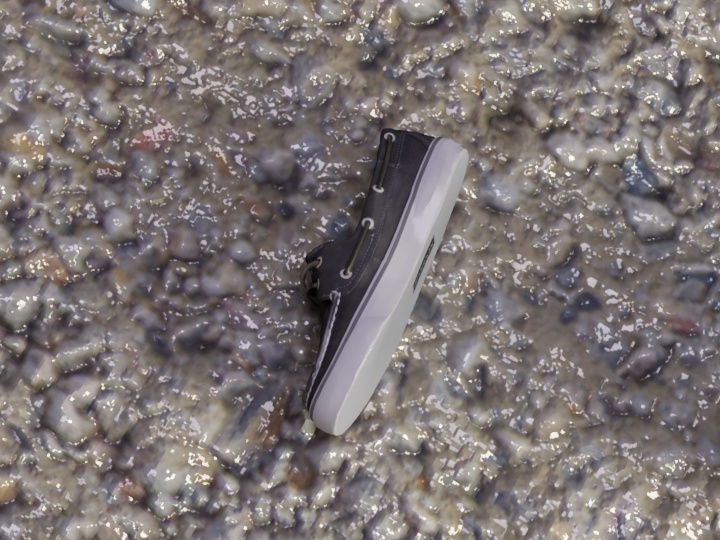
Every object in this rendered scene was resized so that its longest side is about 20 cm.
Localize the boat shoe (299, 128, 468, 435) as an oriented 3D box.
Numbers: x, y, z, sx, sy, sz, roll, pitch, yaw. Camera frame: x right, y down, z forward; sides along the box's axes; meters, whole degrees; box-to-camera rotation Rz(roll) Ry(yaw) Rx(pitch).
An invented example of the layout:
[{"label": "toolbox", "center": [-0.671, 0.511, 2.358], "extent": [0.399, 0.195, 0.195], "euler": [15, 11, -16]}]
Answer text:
[{"label": "boat shoe", "center": [0.000, 0.000, 1.389], "extent": [0.066, 0.070, 0.201], "euler": [19, 68, 11]}]
